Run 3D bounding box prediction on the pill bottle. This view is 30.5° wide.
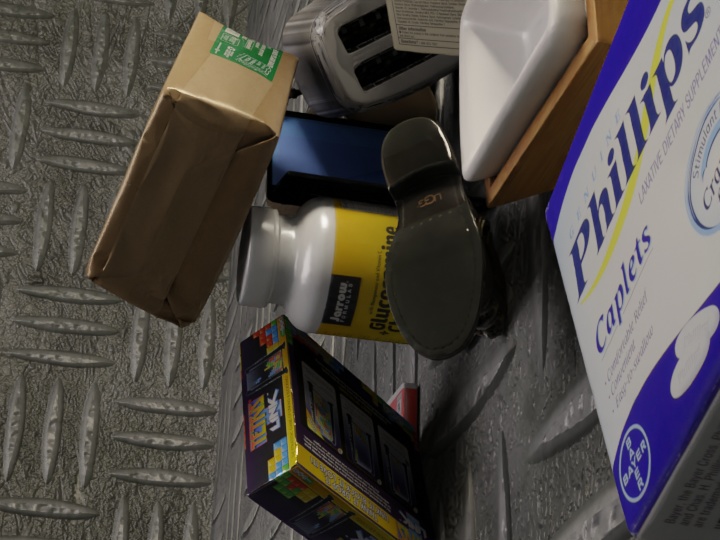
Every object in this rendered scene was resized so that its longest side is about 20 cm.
[{"bbox_3d":[0.000,0.000,1.094,0.112,0.197,0.114,-173,90,-79],"label":"pill bottle"}]

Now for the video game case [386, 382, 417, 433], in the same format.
[{"bbox_3d":[0.028,0.227,1.278,0.143,0.017,0.203,121,153,-63],"label":"video game case"}]

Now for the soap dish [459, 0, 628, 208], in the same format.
[{"bbox_3d":[0.126,-0.154,0.856,0.200,0.080,0.160,119,155,-61],"label":"soap dish"}]

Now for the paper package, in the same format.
[{"bbox_3d":[-0.136,-0.091,1.107,0.201,0.102,0.192,-85,21,-63],"label":"paper package"}]

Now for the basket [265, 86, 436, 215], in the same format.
[{"bbox_3d":[-0.007,-0.119,1.377,0.182,0.134,0.201,64,149,24],"label":"basket"}]

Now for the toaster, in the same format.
[{"bbox_3d":[0.014,-0.209,1.200,0.115,0.198,0.129,66,169,-12],"label":"toaster"}]

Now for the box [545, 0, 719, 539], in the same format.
[{"bbox_3d":[0.163,-0.022,0.535,0.202,0.103,0.186,-95,17,-49],"label":"box"}]

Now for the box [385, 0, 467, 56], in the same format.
[{"bbox_3d":[0.063,-0.271,0.992,0.078,0.094,0.203,-39,-50,-40],"label":"box"}]

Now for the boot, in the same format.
[{"bbox_3d":[0.074,0.003,0.955,0.175,0.068,0.203,55,-154,-53],"label":"boot"}]

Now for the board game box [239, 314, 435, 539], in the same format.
[{"bbox_3d":[-0.019,0.159,1.119,0.056,0.200,0.167,-31,38,21],"label":"board game box"}]

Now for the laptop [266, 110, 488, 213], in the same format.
[{"bbox_3d":[0.011,-0.102,1.162,0.200,0.174,0.105,153,122,-77],"label":"laptop"}]
